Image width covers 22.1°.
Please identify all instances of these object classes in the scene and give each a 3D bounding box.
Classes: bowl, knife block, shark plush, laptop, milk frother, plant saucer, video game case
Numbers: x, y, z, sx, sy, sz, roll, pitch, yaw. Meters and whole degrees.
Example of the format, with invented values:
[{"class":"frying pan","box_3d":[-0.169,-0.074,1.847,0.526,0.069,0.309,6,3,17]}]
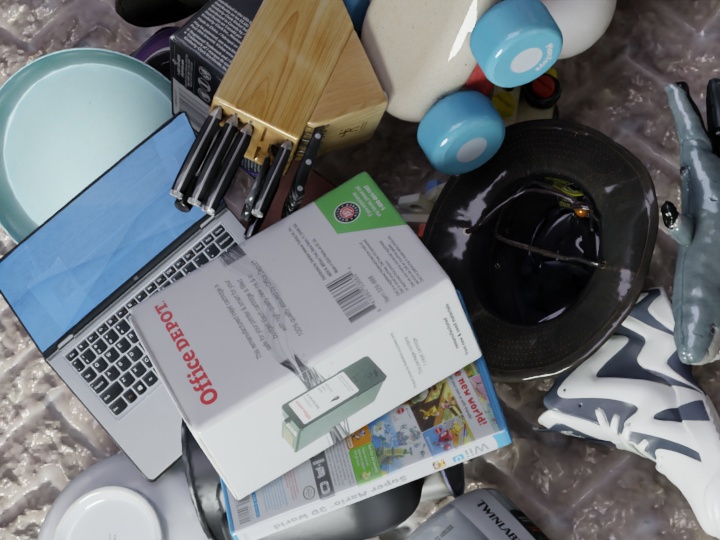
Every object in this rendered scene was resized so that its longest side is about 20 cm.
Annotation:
[{"class":"bowl","box_3d":[-0.180,0.224,1.440,0.200,0.090,0.202,-7,68,18]},{"class":"knife block","box_3d":[-0.080,-0.126,1.341,0.175,0.064,0.200,-17,73,-19]},{"class":"shark plush","box_3d":[0.249,-0.035,1.311,0.091,0.083,0.201,4,95,53]},{"class":"laptop","box_3d":[-0.145,0.023,1.380,0.187,0.116,0.200,-41,94,-13]},{"class":"milk frother","box_3d":[-0.014,0.182,1.364,0.188,0.200,0.181,-14,40,12]},{"class":"plant saucer","box_3d":[-0.222,-0.091,1.551,0.199,0.027,0.201,2,108,5]},{"class":"video game case","box_3d":[-0.006,0.100,1.282,0.199,0.018,0.143,-21,43,5]}]

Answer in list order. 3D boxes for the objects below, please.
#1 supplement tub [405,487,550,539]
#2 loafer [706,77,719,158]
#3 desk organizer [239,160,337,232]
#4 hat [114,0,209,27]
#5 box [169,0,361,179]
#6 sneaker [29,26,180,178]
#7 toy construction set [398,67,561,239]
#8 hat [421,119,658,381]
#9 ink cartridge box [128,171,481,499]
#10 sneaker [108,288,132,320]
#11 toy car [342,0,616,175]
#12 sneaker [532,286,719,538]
[{"class":"supplement tub","box_3d":[0.118,0.260,1.296,0.123,0.123,0.200,-46,62,0]},{"class":"loafer","box_3d":[0.311,-0.057,1.375,0.072,0.073,0.201,-18,75,4]},{"class":"desk organizer","box_3d":[0.000,0.000,1.465,0.200,0.072,0.077,38,84,27]},{"class":"hat","box_3d":[-0.107,-0.250,1.537,0.201,0.201,0.081,-43,79,1]},{"class":"box","box_3d":[-0.050,-0.188,1.480,0.106,0.122,0.200,38,66,13]},{"class":"sneaker","box_3d":[-0.211,-0.132,1.605,0.200,0.076,0.088,-39,29,16]},{"class":"toy construction set","box_3d":[0.089,-0.116,1.461,0.131,0.092,0.201,9,79,8]},{"class":"hat","box_3d":[0.138,-0.006,1.368,0.200,0.081,0.201,-9,67,22]},{"class":"ink cartridge box","box_3d":[-0.041,0.043,1.277,0.200,0.084,0.146,-30,43,-5]},{"class":"sneaker","box_3d":[-0.158,0.046,1.469,0.200,0.130,0.080,27,92,27]},{"class":"toy car","box_3d":[0.115,-0.190,1.368,0.185,0.200,0.177,61,139,30]},{"class":"sneaker","box_3d":[0.195,0.119,1.344,0.129,0.079,0.200,-23,64,13]}]
